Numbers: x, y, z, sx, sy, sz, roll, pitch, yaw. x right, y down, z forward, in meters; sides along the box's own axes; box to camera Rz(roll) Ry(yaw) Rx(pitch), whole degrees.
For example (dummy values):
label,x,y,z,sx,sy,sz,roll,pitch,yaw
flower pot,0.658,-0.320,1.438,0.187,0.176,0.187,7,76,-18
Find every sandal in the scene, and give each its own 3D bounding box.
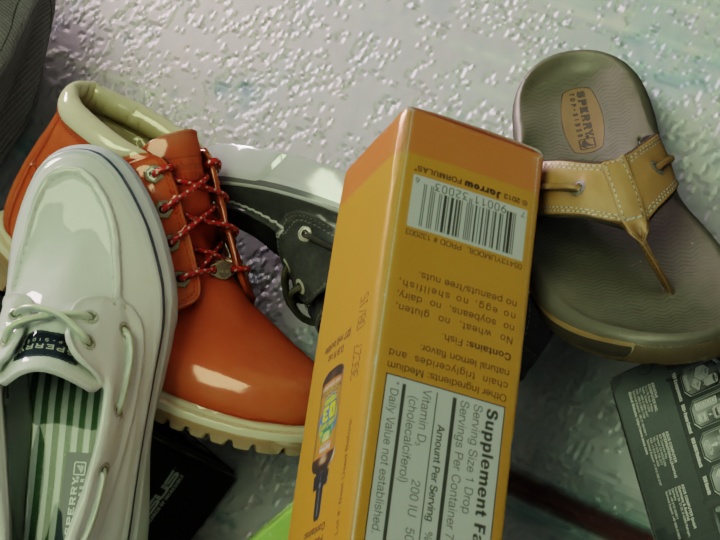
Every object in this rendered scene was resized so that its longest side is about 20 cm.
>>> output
label,x,y,z,sx,sy,sz,roll,pitch,yaw
sandal,0.103,-0.037,0.895,0.082,0.055,0.200,-8,42,2

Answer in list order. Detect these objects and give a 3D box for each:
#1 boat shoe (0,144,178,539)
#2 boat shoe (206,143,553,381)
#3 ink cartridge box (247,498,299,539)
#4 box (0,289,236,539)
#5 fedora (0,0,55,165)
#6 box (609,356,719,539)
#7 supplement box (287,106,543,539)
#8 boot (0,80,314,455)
label,x,y,z,sx,sy,sz,roll,pitch,yaw
boat shoe,-0.117,0.040,0.905,0.073,0.067,0.200,-9,77,16
boat shoe,0.000,0.000,0.971,0.200,0.070,0.066,21,79,27
ink cartridge box,-0.009,0.210,0.884,0.148,0.076,0.200,-40,83,9
box,-0.186,0.094,1.022,0.200,0.086,0.164,39,92,35
fedora,-0.212,-0.105,1.099,0.090,0.177,0.200,20,63,4
box,0.195,0.103,0.820,0.158,0.051,0.200,-25,58,19
supplement box,0.021,0.042,0.849,0.067,0.069,0.200,138,147,-58
boot,-0.080,-0.002,0.965,0.200,0.075,0.107,37,113,24
